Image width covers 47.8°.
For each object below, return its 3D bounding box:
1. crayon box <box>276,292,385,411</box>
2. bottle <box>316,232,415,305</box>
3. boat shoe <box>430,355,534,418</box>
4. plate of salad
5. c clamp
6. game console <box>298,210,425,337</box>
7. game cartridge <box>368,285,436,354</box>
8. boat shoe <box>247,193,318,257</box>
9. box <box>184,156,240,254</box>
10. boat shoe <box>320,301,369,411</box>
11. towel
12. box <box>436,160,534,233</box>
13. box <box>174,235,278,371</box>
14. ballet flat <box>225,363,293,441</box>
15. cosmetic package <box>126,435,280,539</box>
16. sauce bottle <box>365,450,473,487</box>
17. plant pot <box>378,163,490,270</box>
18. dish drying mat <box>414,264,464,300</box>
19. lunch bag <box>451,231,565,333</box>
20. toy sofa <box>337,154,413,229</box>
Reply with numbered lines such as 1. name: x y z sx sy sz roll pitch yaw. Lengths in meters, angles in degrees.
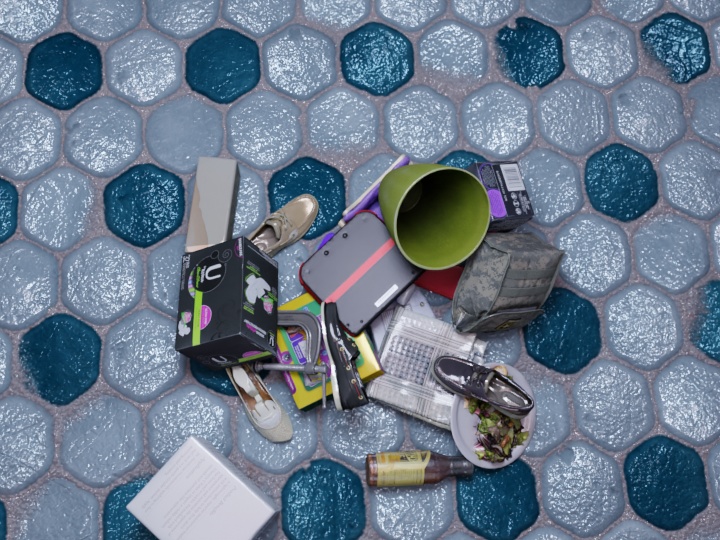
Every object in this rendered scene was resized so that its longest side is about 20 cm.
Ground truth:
1. crayon box: -0.073 0.141 1.551 0.172 0.058 0.200 -26 72 3
2. bottle: 0.011 -0.001 1.592 0.200 0.084 0.065 30 87 15
3. boat shoe: 0.227 0.206 1.485 0.200 0.065 0.072 28 67 5
4. plate of salad: 0.259 0.275 1.539 0.200 0.048 0.200 2 87 -28
5. c clamp: -0.139 0.156 1.505 0.200 0.027 0.171 5 88 33
6. game console: 0.000 0.000 1.538 0.200 0.031 0.177 -44 78 -6
7. game cartridge: 0.093 0.138 1.601 0.133 0.042 0.200 -14 77 -11
8. boat shoe: -0.162 -0.083 1.625 0.200 0.065 0.072 -41 82 -11
9. box: -0.291 -0.116 1.613 0.078 0.095 0.200 6 74 -1
10. boat shoe: -0.030 0.151 1.472 0.063 0.074 0.202 -14 79 7
11. towel: 0.129 0.187 1.555 0.200 0.035 0.193 21 76 2
12. box: 0.222 -0.118 1.576 0.106 0.200 0.122 -6 75 -31
13. box: -0.244 0.064 1.507 0.148 0.124 0.200 -16 58 23
14. ballet flat: -0.201 0.244 1.543 0.067 0.062 0.200 -36 80 -2
15. cosmetic package: -0.272 0.421 1.443 0.200 0.165 0.165 41 78 8
16. sauce bottle: 0.110 0.371 1.530 0.200 0.066 0.066 -1 76 -8
17. plant pot: 0.110 -0.122 1.506 0.187 0.200 0.187 -8 112 -19
18. dish drying mat: 0.161 0.013 1.623 0.200 0.018 0.077 22 115 3
19. lunch bag: 0.274 0.036 1.542 0.164 0.118 0.200 -2 118 -37
20. toy sofa: 0.052 -0.132 1.633 0.083 0.098 0.200 43 77 8
